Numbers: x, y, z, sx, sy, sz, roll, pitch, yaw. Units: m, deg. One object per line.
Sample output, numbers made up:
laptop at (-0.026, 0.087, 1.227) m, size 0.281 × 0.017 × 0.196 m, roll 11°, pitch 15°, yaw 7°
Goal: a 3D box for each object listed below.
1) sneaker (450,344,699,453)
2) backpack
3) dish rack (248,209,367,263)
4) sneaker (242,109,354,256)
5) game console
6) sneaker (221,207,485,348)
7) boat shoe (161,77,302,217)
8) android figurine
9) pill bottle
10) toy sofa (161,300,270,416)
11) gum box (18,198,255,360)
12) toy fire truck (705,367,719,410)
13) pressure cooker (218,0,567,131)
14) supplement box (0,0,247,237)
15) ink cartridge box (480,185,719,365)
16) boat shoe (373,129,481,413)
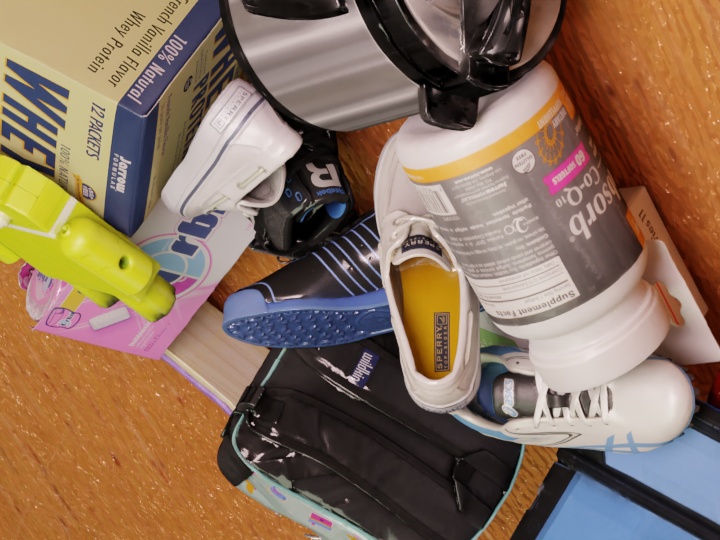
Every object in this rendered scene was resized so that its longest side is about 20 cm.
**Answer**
sneaker at (0.137, 0.088, 1.639) m, size 0.200 × 0.072 × 0.072 m, roll 1°, pitch 94°, yaw 41°
backpack at (0.014, 0.124, 1.766) m, size 0.200 × 0.176 × 0.153 m, roll 29°, pitch 160°, yaw 3°
dish rack at (0.005, 0.034, 1.854) m, size 0.153 × 0.055 × 0.200 m, roll 14°, pitch 138°, yaw 25°
sneaker at (-0.032, -0.101, 1.667) m, size 0.112 × 0.073 × 0.200 m, roll 54°, pitch 142°, yaw 43°
game console at (0.186, 0.170, 1.665) m, size 0.200 × 0.118 × 0.171 m, roll 27°, pitch 144°, yaw 36°
sneaker at (0.000, 0.000, 1.682) m, size 0.200 × 0.078 × 0.070 m, roll -9°, pitch 153°, yaw 6°
boat shoe at (-0.084, -0.064, 1.620) m, size 0.067 × 0.074 × 0.200 m, roll 38°, pitch 166°, yaw 0°
android figurine at (-0.220, -0.028, 1.665) m, size 0.182 × 0.041 × 0.200 m, roll 14°, pitch 162°, yaw 47°
pill bottle at (0.115, -0.028, 1.565) m, size 0.116 × 0.116 × 0.200 m, roll -12°, pitch 117°, yaw 43°
toy sofa at (-0.145, 0.059, 1.954) m, size 0.200 × 0.098 × 0.083 m, roll 38°, pitch 141°, yaw -6°
gum box at (-0.160, -0.024, 1.808) m, size 0.113 × 0.066 × 0.200 m, roll 15°, pitch 127°, yaw -35°
toy fire truck at (0.335, 0.065, 1.613) m, size 0.176 × 0.129 × 0.200 m, roll 24°, pitch 151°, yaw 12°
pressure cooker at (0.032, -0.186, 1.503) m, size 0.200 × 0.179 × 0.176 m, roll -10°, pitch 119°, yaw 47°
supplement box at (-0.189, -0.169, 1.661) m, size 0.200 × 0.200 × 0.134 m, roll 27°, pitch 144°, yaw 9°
ink cartridge box at (0.162, 0.009, 1.702) m, size 0.200 × 0.067 × 0.117 m, roll -5°, pitch 126°, yaw 40°
boat shoe at (0.044, -0.009, 1.604) m, size 0.071 × 0.200 × 0.070 m, roll -5°, pitch 161°, yaw 6°
